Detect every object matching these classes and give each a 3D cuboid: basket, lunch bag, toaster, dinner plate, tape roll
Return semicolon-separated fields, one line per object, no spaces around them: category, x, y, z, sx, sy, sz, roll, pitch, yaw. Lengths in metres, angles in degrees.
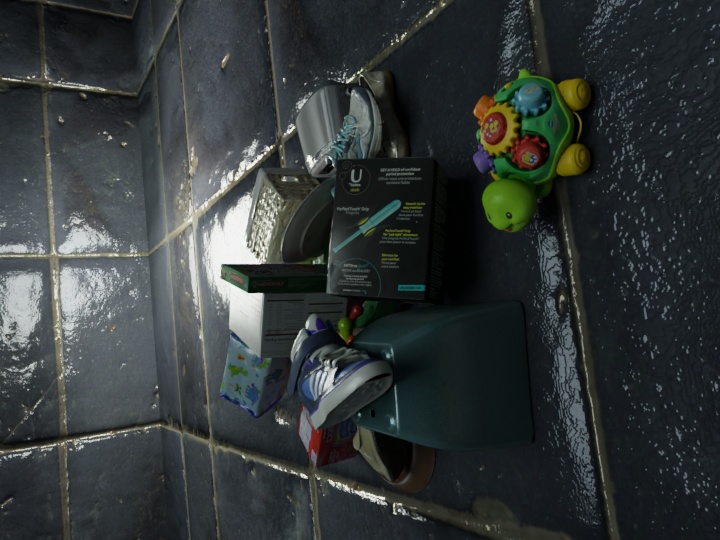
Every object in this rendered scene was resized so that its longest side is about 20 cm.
basket;-0.160;-0.108;1.265;0.123;0.135;0.201;51;133;41
lunch bag;-0.181;0.178;1.200;0.127;0.200;0.171;26;117;15
toaster;-0.052;-0.261;1.099;0.200;0.113;0.130;-26;72;60
dinner plate;-0.069;-0.084;1.072;0.024;0.200;0.201;37;126;22
tape roll;0.000;0.000;1.027;0.200;0.048;0.202;5;96;58

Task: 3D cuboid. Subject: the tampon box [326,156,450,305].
tampon box;0.047;-0.055;0.864;0.149;0.126;0.201;3;84;20

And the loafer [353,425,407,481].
loafer;0.020;0.262;0.922;0.068;0.076;0.201;9;130;31

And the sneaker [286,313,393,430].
sneaker;-0.039;0.113;0.757;0.200;0.080;0.147;-54;52;52

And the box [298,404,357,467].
box;-0.055;0.275;1.140;0.100;0.095;0.201;47;136;48

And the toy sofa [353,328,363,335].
toy sofa;-0.060;0.150;1.187;0.083;0.097;0.201;-97;22;-55

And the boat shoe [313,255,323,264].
boat shoe;-0.065;-0.018;1.206;0.062;0.072;0.201;-22;-76;-78

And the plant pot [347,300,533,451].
plant pot;0.095;0.150;0.810;0.195;0.199;0.198;-8;86;57

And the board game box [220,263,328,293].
board game box;-0.123;0.011;0.993;0.134;0.199;0.029;18;105;56

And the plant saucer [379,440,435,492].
plant saucer;0.059;0.297;1.035;0.200;0.034;0.201;9;101;58

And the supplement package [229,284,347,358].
supplement package;-0.134;0.074;1.040;0.200;0.155;0.112;20;107;61

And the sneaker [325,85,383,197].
sneaker;-0.013;-0.207;0.976;0.078;0.086;0.201;-137;43;-60

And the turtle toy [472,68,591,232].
turtle toy;0.197;-0.148;0.716;0.146;0.101;0.201;5;96;58

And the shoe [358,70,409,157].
shoe;0.037;-0.256;1.012;0.070;0.053;0.201;-28;68;55

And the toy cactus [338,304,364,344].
toy cactus;0.008;0.170;0.962;0.200;0.165;0.102;50;-176;-15
